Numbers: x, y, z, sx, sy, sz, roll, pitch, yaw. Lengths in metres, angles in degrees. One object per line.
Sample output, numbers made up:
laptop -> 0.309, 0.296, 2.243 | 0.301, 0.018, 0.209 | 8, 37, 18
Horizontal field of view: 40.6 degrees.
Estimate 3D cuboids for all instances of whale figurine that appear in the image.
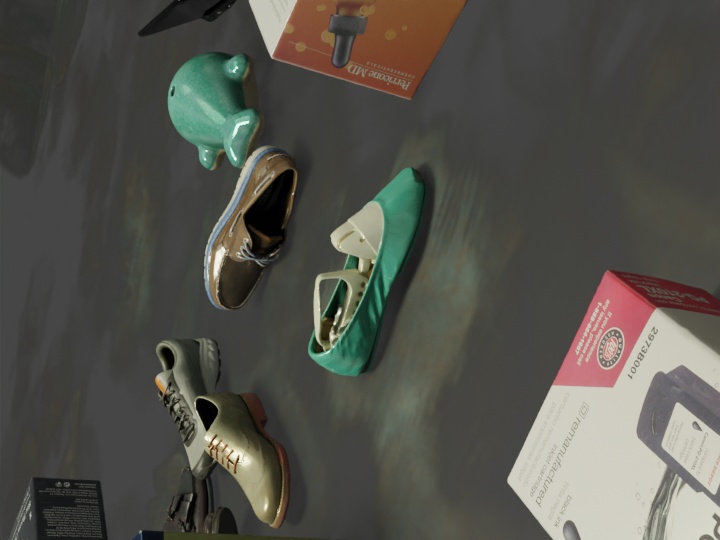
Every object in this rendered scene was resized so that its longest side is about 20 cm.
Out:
whale figurine -> -0.185, -0.204, 1.244 | 0.160, 0.103, 0.200 | -66, 31, 22

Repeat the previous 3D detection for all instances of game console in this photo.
game console -> -0.223, -0.422, 1.380 | 0.200, 0.116, 0.177 | -4, 77, 60

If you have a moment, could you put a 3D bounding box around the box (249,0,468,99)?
box -> 0.015, -0.276, 0.856 | 0.200, 0.152, 0.107 | -60, 35, 32

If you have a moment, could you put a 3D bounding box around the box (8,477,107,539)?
box -> -0.482, 0.467, 1.535 | 0.197, 0.117, 0.200 | -62, 34, 28

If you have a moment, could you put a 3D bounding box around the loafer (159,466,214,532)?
loafer -> -0.211, 0.327, 1.145 | 0.072, 0.063, 0.201 | -33, 52, 54

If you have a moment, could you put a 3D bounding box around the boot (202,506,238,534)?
boot -> -0.232, 0.338, 1.065 | 0.069, 0.173, 0.201 | -8, -70, -77

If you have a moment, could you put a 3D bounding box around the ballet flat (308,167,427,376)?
ballet flat -> 0.000, 0.000, 0.870 | 0.067, 0.070, 0.201 | 38, 113, 59

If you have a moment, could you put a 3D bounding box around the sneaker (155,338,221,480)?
sneaker -> -0.209, 0.166, 1.185 | 0.074, 0.079, 0.201 | -54, 38, 35

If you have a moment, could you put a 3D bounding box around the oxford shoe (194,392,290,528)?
oxford shoe -> -0.128, 0.198, 1.028 | 0.200, 0.074, 0.071 | 48, 122, 56

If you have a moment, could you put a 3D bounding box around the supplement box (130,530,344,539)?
supplement box -> -0.127, 0.326, 0.847 | 0.200, 0.199, 0.135 | -46, 42, 45

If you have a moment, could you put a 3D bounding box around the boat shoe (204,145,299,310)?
boat shoe -> -0.124, -0.041, 1.108 | 0.072, 0.072, 0.201 | 38, 113, 57

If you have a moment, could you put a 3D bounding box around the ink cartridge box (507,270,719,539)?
ink cartridge box -> 0.179, 0.111, 0.488 | 0.200, 0.084, 0.145 | 50, 124, 55
